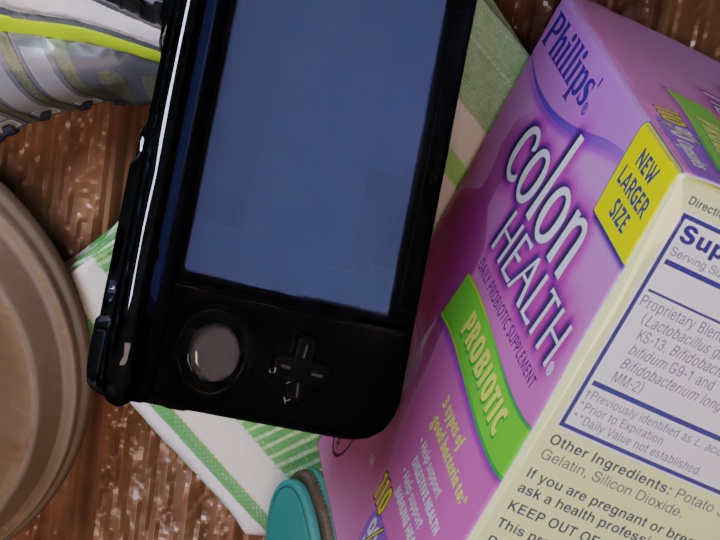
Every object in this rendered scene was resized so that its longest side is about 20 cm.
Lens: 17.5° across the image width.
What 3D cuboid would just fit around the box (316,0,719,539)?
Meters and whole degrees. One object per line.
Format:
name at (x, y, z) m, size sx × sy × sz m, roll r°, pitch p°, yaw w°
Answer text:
box at (0.078, 0.037, 0.782) m, size 0.097 × 0.176 × 0.200 m, roll 24°, pitch 109°, yaw -16°

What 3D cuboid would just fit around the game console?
game console at (-0.013, -0.050, 0.721) m, size 0.176 × 0.116 × 0.201 m, roll 14°, pitch 86°, yaw -37°

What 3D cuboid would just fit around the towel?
towel at (0.000, 0.000, 0.867) m, size 0.200 × 0.023 × 0.153 m, roll -36°, pitch 112°, yaw 9°

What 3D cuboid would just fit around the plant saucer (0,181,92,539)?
plant saucer at (-0.198, 0.035, 0.851) m, size 0.199 × 0.029 × 0.201 m, roll 2°, pitch 116°, yaw 3°

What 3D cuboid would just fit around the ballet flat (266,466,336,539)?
ballet flat at (0.005, 0.174, 0.864) m, size 0.070 × 0.067 × 0.201 m, roll 3°, pitch 74°, yaw -21°

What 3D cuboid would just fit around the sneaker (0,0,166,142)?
sneaker at (-0.110, -0.081, 0.808) m, size 0.199 × 0.074 × 0.081 m, roll 13°, pitch 130°, yaw -9°
